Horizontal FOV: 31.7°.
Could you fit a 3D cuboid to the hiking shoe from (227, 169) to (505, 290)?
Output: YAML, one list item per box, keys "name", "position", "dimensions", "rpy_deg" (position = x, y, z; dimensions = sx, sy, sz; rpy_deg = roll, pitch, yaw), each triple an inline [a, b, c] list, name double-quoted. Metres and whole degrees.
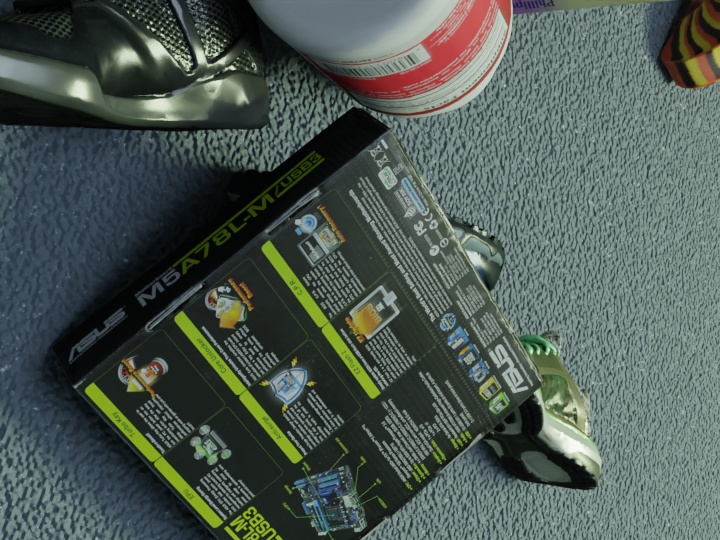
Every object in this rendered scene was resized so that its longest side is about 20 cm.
- name: "hiking shoe"
  position: [0.000, 0.000, 0.724]
  dimensions: [0.199, 0.074, 0.087]
  rpy_deg: [11, 92, -39]

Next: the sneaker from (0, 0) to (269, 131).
- name: "sneaker"
  position: [-0.117, -0.120, 0.567]
  dimensions: [0.199, 0.076, 0.115]
  rpy_deg: [-8, 98, -52]

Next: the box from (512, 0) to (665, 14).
- name: "box"
  position: [0.097, -0.252, 0.723]
  dimensions: [0.200, 0.175, 0.097]
  rpy_deg: [49, 57, -39]

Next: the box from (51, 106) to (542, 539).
- name: "box"
  position: [-0.022, 0.051, 0.653]
  dimensions: [0.193, 0.048, 0.200]
  rpy_deg: [-39, 126, -5]

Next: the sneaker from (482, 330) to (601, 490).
- name: "sneaker"
  position: [0.108, 0.072, 0.858]
  dimensions: [0.200, 0.077, 0.089]
  rpy_deg: [52, 43, -44]

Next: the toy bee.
- name: "toy bee"
  position: [0.323, -0.243, 1.041]
  dimensions: [0.131, 0.108, 0.201]
  rpy_deg: [18, 80, -47]

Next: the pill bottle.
- name: "pill bottle"
  position: [0.018, -0.143, 0.652]
  dimensions: [0.200, 0.112, 0.113]
  rpy_deg: [20, 77, -75]
